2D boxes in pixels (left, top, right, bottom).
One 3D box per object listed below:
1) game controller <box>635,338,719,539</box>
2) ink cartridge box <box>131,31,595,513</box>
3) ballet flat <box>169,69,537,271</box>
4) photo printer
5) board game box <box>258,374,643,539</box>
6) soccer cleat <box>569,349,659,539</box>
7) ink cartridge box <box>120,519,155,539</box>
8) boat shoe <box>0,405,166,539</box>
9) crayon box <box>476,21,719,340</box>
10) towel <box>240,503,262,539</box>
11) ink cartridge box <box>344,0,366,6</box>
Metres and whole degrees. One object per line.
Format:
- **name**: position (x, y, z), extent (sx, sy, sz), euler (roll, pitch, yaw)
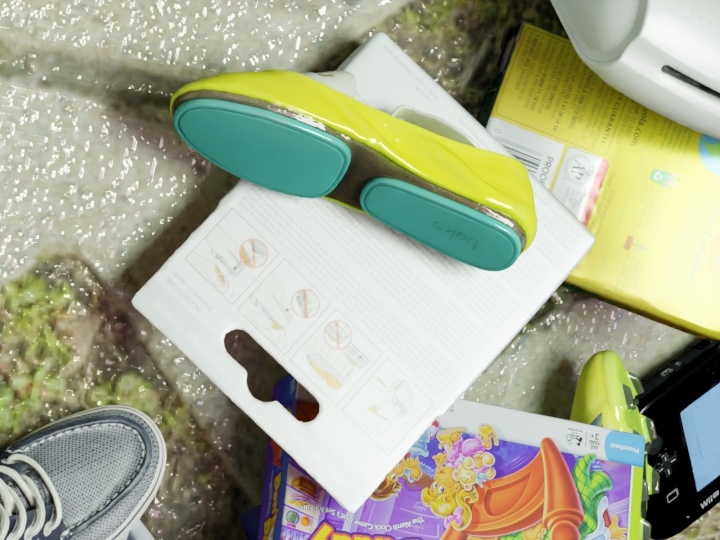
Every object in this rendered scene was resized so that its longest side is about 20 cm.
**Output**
- **game controller**: position (0.232, 0.079, 1.539), extent (0.200, 0.042, 0.105), euler (-34, 118, -24)
- **ink cartridge box**: position (0.000, 0.000, 1.312), extent (0.163, 0.057, 0.200), euler (44, 78, -4)
- **ballet flat**: position (0.000, -0.063, 1.273), extent (0.199, 0.067, 0.067), euler (23, 54, -12)
- **photo printer**: position (0.169, -0.149, 1.345), extent (0.166, 0.200, 0.070), euler (19, 124, -34)
- **board game box**: position (0.047, 0.139, 1.333), extent (0.199, 0.045, 0.135), euler (12, 70, -17)
- **soccer cleat**: position (0.131, 0.144, 1.460), extent (0.065, 0.083, 0.201), euler (-51, 139, -66)
- **ink cartridge box**: position (-0.145, 0.258, 1.313), extent (0.198, 0.043, 0.200), euler (-44, 123, -19)
- **boat shoe**: position (-0.172, 0.121, 1.219), extent (0.200, 0.093, 0.075), euler (-35, 81, -24)
- **crayon box**: position (0.155, -0.042, 1.394), extent (0.199, 0.051, 0.127), euler (21, 88, -5)
- **towel**: position (0.035, 0.190, 1.373), extent (0.147, 0.050, 0.201), euler (-24, 83, -24)
- **ink cartridge box**: position (0.035, -0.223, 1.226), extent (0.087, 0.200, 0.145), euler (40, 76, -6)
